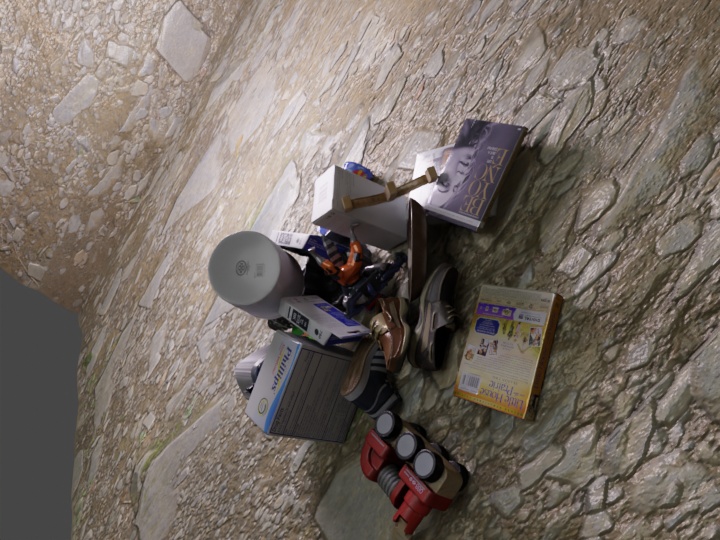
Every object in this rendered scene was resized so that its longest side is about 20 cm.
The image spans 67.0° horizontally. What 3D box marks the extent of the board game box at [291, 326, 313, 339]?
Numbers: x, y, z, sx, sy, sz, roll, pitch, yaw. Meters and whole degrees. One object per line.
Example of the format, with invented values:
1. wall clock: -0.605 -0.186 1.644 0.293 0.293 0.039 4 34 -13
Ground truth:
1. board game box: -0.131 0.213 1.297 0.095 0.030 0.201 -28 55 39

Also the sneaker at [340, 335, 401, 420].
1. sneaker: 0.038 0.201 1.075 0.070 0.108 0.200 -33 19 40

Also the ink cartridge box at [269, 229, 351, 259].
1. ink cartridge box: -0.119 -0.055 1.230 0.200 0.099 0.039 9 79 53

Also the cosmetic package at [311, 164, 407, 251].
1. cosmetic package: 0.003 -0.129 1.158 0.081 0.199 0.113 -28 50 47

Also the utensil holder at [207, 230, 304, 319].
1. utensil holder: -0.227 0.012 1.197 0.169 0.200 0.171 -1 79 7

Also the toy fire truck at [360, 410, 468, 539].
1. toy fire truck: 0.068 0.372 0.920 0.200 0.128 0.176 -56 38 -1

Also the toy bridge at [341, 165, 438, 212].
1. toy bridge: 0.059 -0.156 1.078 0.067 0.199 0.027 105 145 -82

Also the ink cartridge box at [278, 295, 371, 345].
1. ink cartridge box: -0.071 0.106 1.104 0.200 0.099 0.039 27 110 43

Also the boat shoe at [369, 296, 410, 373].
1. boat shoe: 0.052 0.116 1.024 0.200 0.073 0.076 -83 5 -63

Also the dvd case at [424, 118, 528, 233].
1. dvd case: 0.207 -0.180 1.006 0.149 0.016 0.201 30 97 51

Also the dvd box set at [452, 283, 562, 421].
1. dvd box set: 0.237 0.126 0.886 0.146 0.029 0.201 6 76 51

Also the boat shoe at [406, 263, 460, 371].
1. boat shoe: 0.149 0.089 0.992 0.073 0.074 0.201 17 95 43

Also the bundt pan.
1. bundt pan: -0.046 0.008 1.253 0.201 0.076 0.203 -26 53 41

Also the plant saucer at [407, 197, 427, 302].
1. plant saucer: 0.108 -0.039 1.041 0.032 0.200 0.201 -1 64 3

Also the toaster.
1. toaster: -0.189 0.225 1.201 0.129 0.200 0.114 -12 104 53

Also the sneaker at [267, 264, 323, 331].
1. sneaker: -0.163 0.067 1.373 0.200 0.078 0.089 -53 13 -3

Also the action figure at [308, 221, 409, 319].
1. action figure: 0.000 0.000 1.124 0.200 0.194 0.104 -36 21 -31

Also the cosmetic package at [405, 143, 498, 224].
1. cosmetic package: 0.186 -0.175 1.083 0.199 0.052 0.152 -4 72 49

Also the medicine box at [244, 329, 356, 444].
1. medicine box: -0.102 0.238 1.105 0.103 0.199 0.183 19 87 51

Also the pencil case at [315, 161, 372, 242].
1. pencil case: -0.040 -0.169 1.331 0.087 0.078 0.201 28 95 60
